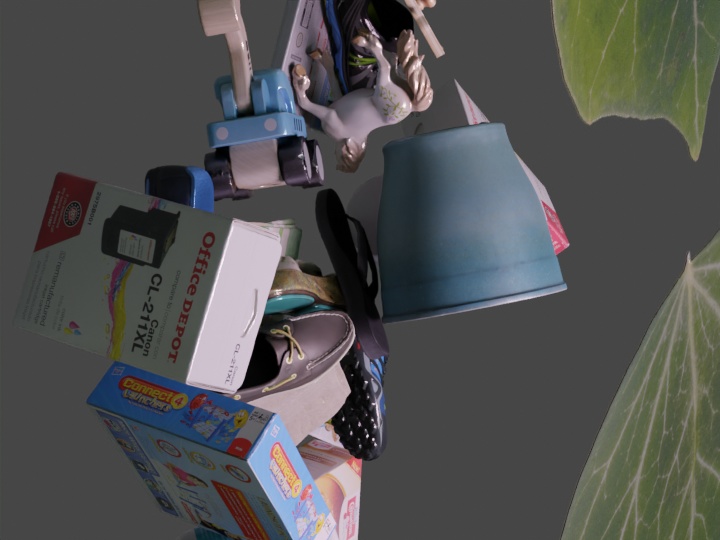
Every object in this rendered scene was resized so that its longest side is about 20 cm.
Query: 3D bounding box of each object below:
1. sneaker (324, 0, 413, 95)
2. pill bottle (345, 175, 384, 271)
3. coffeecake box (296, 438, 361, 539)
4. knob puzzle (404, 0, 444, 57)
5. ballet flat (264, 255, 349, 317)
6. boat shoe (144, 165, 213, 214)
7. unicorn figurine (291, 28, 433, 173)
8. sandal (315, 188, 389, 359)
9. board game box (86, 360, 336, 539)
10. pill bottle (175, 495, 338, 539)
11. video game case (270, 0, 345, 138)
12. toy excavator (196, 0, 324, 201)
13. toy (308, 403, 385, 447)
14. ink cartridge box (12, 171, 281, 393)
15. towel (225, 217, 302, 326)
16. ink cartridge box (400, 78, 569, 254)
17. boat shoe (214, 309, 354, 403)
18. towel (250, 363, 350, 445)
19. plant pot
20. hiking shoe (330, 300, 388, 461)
[{"bbox_3d":[0.019,-0.237,1.731,0.071,0.082,0.200,-53,144,-33],"label":"sneaker"},{"bbox_3d":[0.068,-0.040,1.909,0.200,0.114,0.115,27,79,-60],"label":"pill bottle"},{"bbox_3d":[-0.083,0.300,1.845,0.200,0.073,0.154,-24,121,-54],"label":"coffeecake box"},{"bbox_3d":[0.049,-0.305,1.693,0.030,0.220,0.220,-29,145,6],"label":"knob puzzle"},{"bbox_3d":[-0.069,0.018,1.718,0.200,0.070,0.071,15,90,-64],"label":"ballet flat"},{"bbox_3d":[-0.183,-0.001,1.554,0.084,0.068,0.201,2,96,-73],"label":"boat shoe"},{"bbox_3d":[-0.005,-0.172,1.692,0.074,0.199,0.138,-43,110,-35],"label":"unicorn figurine"},{"bbox_3d":[0.000,0.001,1.766,0.076,0.043,0.201,36,32,-65],"label":"sandal"},{"bbox_3d":[-0.142,0.189,1.573,0.056,0.195,0.200,-57,146,-28],"label":"board game box"},{"bbox_3d":[-0.120,0.307,1.677,0.199,0.111,0.111,-17,128,-8],"label":"pill bottle"},{"bbox_3d":[-0.032,-0.220,1.753,0.200,0.018,0.144,14,90,-60],"label":"video game case"},{"bbox_3d":[-0.111,-0.173,1.560,0.194,0.099,0.201,-10,90,-82],"label":"toy excavator"},{"bbox_3d":[-0.022,0.144,1.903,0.200,0.047,0.116,34,72,-59],"label":"toy"},{"bbox_3d":[-0.186,0.009,1.413,0.083,0.199,0.147,20,85,-60],"label":"ink cartridge box"},{"bbox_3d":[-0.132,0.018,1.690,0.200,0.023,0.154,0,104,-61],"label":"towel"},{"bbox_3d":[0.144,-0.106,1.902,0.200,0.083,0.145,46,17,-29],"label":"ink cartridge box"},{"bbox_3d":[-0.092,0.092,1.654,0.200,0.072,0.061,-26,167,-15],"label":"boat shoe"},{"bbox_3d":[-0.103,0.148,1.732,0.200,0.034,0.133,-37,137,-18],"label":"towel"},{"bbox_3d":[0.105,-0.054,1.720,0.200,0.199,0.189,-11,91,-57],"label":"plant pot"},{"bbox_3d":[0.007,0.113,1.838,0.086,0.074,0.201,-3,79,-48],"label":"hiking shoe"}]
